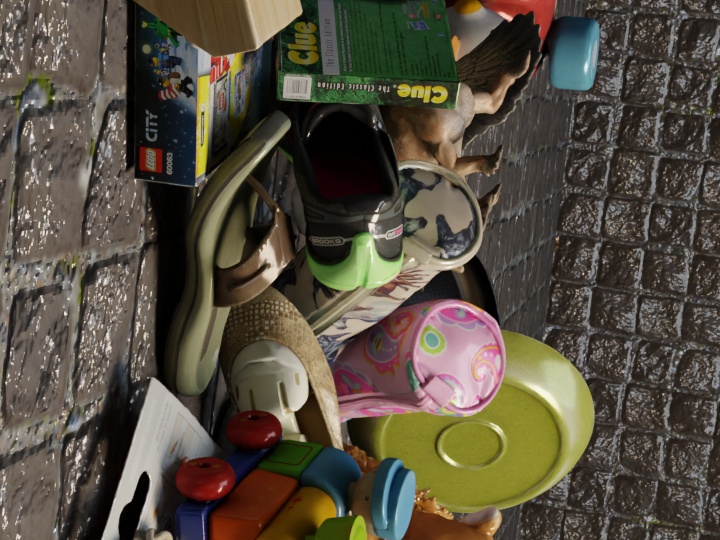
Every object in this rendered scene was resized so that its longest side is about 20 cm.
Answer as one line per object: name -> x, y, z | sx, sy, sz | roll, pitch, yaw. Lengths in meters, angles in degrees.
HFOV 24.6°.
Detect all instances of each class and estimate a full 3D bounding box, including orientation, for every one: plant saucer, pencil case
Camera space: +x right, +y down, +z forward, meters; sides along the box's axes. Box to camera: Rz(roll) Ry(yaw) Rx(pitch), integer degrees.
plant saucer -> 0.087, 0.129, 1.312 | 0.031, 0.198, 0.201 | -87, 176, -51
pencil case -> 0.000, 0.000, 1.083 | 0.200, 0.077, 0.090 | -39, -152, 51
pencil case -> 0.018, 0.070, 1.191 | 0.199, 0.087, 0.088 | -13, -119, 56

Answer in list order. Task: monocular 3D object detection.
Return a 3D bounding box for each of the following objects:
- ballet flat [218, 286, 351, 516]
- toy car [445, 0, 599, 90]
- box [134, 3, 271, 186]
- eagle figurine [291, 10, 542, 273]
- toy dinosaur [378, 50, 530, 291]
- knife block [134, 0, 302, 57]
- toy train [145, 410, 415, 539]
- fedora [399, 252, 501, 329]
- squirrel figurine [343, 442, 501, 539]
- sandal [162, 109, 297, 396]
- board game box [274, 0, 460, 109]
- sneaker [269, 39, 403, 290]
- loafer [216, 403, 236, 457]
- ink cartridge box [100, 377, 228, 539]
ballet flat -> -0.043, 0.104, 1.054 | 0.065, 0.070, 0.201 | -46, 115, -82
toy car -> 0.091, -0.194, 1.329 | 0.200, 0.183, 0.178 | -64, 158, -54
box -> -0.083, -0.162, 0.905 | 0.137, 0.037, 0.202 | -55, 151, -67
eagle figurine -> 0.025, -0.112, 1.205 | 0.151, 0.151, 0.201 | 58, -43, 49
toy dinosaur -> 0.031, -0.091, 1.104 | 0.086, 0.135, 0.201 | -65, 167, -52
knife block -> -0.076, -0.205, 0.623 | 0.176, 0.199, 0.064 | -55, 180, 27
toy train -> -0.049, 0.153, 0.919 | 0.200, 0.115, 0.085 | -42, 134, -63
fedora -> 0.024, 0.058, 1.354 | 0.091, 0.200, 0.202 | -1, 101, -42
squirrel figurine -> 0.017, 0.196, 1.241 | 0.200, 0.185, 0.143 | -36, 133, -73
sandal -> -0.066, -0.007, 0.956 | 0.080, 0.057, 0.202 | -55, 165, -51
board game box -> -0.001, -0.163, 0.994 | 0.201, 0.104, 0.024 | -94, -169, -50
sneaker -> -0.011, -0.080, 0.973 | 0.084, 0.076, 0.201 | 97, -20, -46
loafer -> -0.073, 0.186, 1.103 | 0.075, 0.069, 0.202 | 51, 48, -73
ink cartridge box -> -0.123, 0.173, 0.962 | 0.200, 0.047, 0.161 | 60, 40, -56
